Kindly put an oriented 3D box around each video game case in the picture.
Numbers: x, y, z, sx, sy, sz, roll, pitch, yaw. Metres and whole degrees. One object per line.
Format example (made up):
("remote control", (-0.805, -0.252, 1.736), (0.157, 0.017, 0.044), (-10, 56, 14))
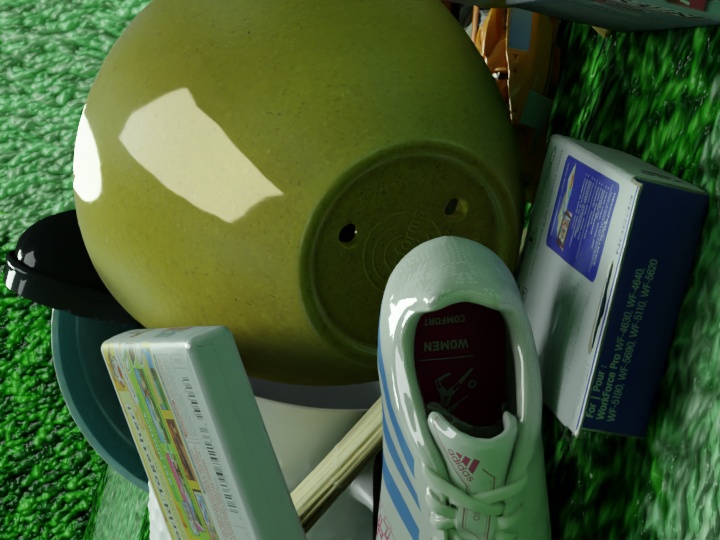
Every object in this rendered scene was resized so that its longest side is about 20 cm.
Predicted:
("video game case", (-0.051, 0.120, 1.265), (0.200, 0.023, 0.182), (70, 164, -4))

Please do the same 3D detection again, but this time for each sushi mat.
("sushi mat", (0.019, 0.058, 1.358), (0.200, 0.012, 0.096), (-48, 4, 3))

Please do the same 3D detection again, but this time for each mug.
("mug", (-0.023, 0.129, 1.493), (0.200, 0.147, 0.176), (36, 125, 49))

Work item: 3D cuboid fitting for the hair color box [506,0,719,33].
("hair color box", (0.115, -0.152, 1.211), (0.200, 0.061, 0.099), (-153, 76, -83))

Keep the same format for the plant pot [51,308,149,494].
("plant pot", (-0.062, 0.026, 1.749), (0.188, 0.200, 0.200), (-41, -33, -78))

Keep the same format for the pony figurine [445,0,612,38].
("pony figurine", (0.035, -0.213, 1.361), (0.167, 0.200, 0.193), (-165, 88, -83))

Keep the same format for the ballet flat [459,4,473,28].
("ballet flat", (0.053, -0.134, 1.572), (0.068, 0.068, 0.200), (6, -76, -59))

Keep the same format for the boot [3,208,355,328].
("boot", (-0.058, -0.054, 1.371), (0.073, 0.198, 0.163), (-137, 57, -63))

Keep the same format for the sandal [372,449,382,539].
("sandal", (0.044, 0.108, 1.302), (0.200, 0.054, 0.080), (133, 140, -67))

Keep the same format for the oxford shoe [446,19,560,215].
("oxford shoe", (0.060, -0.089, 1.506), (0.075, 0.058, 0.200), (-111, 36, -79))

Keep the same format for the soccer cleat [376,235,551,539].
("soccer cleat", (0.039, 0.088, 1.142), (0.086, 0.070, 0.200), (-117, 20, -78))

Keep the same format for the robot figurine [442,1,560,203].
("robot figurine", (0.049, -0.134, 1.454), (0.145, 0.058, 0.200), (0, 82, 37))

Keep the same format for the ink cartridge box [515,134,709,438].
("ink cartridge box", (0.096, 0.006, 1.162), (0.200, 0.039, 0.100), (-118, 42, -80))

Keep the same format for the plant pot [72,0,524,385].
("plant pot", (-0.007, -0.030, 1.281), (0.142, 0.200, 0.200), (38, 116, 59))
